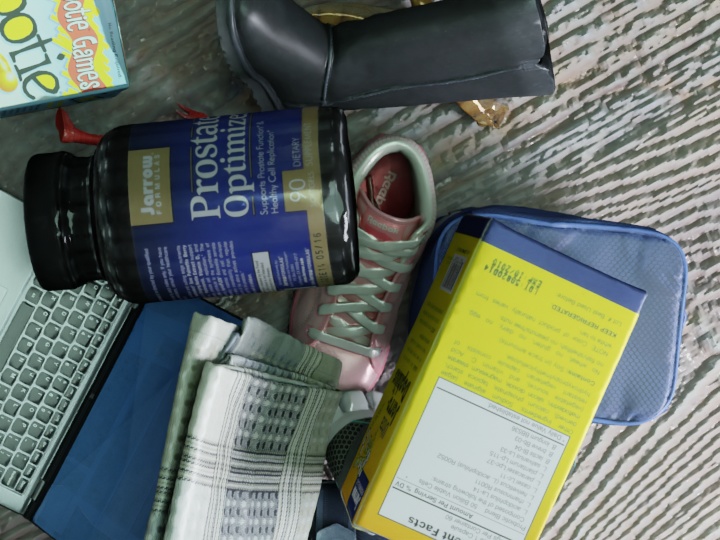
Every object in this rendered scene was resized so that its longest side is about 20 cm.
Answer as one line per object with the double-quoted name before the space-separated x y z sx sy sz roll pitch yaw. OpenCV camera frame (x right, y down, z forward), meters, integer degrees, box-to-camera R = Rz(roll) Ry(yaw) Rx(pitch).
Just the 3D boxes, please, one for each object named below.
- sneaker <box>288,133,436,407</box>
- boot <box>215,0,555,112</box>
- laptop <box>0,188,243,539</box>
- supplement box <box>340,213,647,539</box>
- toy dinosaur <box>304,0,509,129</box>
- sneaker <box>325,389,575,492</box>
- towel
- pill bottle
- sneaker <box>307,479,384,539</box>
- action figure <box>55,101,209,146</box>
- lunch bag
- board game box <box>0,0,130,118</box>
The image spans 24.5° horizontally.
"sneaker" 0.000 0.000 1.124 0.075 0.105 0.202 17 88 -3
"boot" 0.020 -0.154 1.068 0.198 0.165 0.066 -3 72 12
"laptop" -0.196 0.074 1.077 0.199 0.116 0.189 29 85 -14
"supplement box" 0.078 0.079 1.027 0.108 0.110 0.202 25 91 -6
"toy dinosaur" 0.030 -0.166 1.152 0.198 0.060 0.107 26 88 -14
"sneaker" 0.063 0.143 1.145 0.198 0.092 0.078 5 126 -21
"towel" -0.067 0.134 1.021 0.034 0.192 0.202 7 82 27
"pill bottle" -0.102 -0.038 1.031 0.197 0.112 0.113 -6 94 2
"sneaker" -0.042 0.242 1.144 0.144 0.077 0.205 5 90 -12
"action figure" -0.112 -0.071 1.120 0.198 0.052 0.066 8 116 -24
"lunch bag" 0.133 0.028 1.149 0.198 0.132 0.138 8 93 -5
"board game box" -0.258 -0.146 1.056 0.198 0.105 0.104 -12 95 -14
